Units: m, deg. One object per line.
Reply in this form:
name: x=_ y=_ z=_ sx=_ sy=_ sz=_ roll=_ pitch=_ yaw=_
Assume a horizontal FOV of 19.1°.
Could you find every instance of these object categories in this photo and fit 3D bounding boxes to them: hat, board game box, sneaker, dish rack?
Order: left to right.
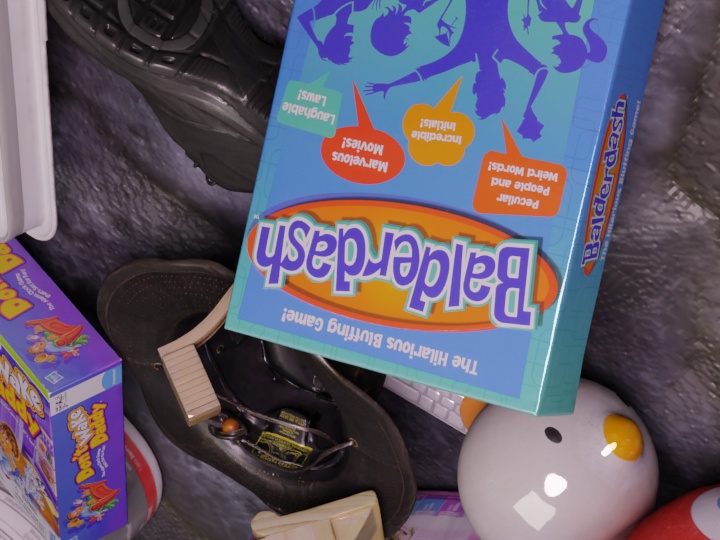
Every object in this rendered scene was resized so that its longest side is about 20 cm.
dish rack: x=-0.220 y=-0.114 z=1.080 sx=0.172 sy=0.044 sz=0.200 roll=38 pitch=144 yaw=31
board game box: x=-0.201 y=0.043 z=1.186 sx=0.200 sy=0.045 sz=0.134 roll=44 pitch=147 yaw=34
sneaker: x=-0.071 y=-0.083 z=1.017 sx=0.200 sy=0.076 sz=0.091 roll=35 pitch=146 yaw=8
hat: x=-0.035 y=0.045 z=1.085 sx=0.201 sy=0.081 sz=0.201 roll=28 pitch=149 yaw=18
board game box: x=0.036 y=-0.054 z=0.896 sx=0.152 sy=0.045 sz=0.200 roll=14 pitch=95 yaw=26

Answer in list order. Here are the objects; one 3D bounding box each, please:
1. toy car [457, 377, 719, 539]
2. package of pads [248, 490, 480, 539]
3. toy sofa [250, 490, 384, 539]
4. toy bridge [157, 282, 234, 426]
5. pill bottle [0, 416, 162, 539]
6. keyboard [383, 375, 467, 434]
toy car: x=0.116 y=0.110 z=0.995 sx=0.177 sy=0.184 sz=0.200 roll=-38 pitch=80 yaw=49
package of pads: x=0.044 y=0.180 z=1.164 sx=0.200 sy=0.076 sz=0.121 roll=-4 pitch=123 yaw=39
toy sofa: x=-0.009 y=0.214 z=1.022 sx=0.083 sy=0.098 sz=0.200 roll=80 pitch=171 yaw=-52
toy bridge: x=0.000 y=0.000 z=0.975 sx=0.027 sy=0.200 sz=0.067 roll=99 pitch=146 yaw=-79
pill bottle: x=-0.213 y=0.166 z=1.246 sx=0.114 sy=0.200 sz=0.114 roll=21 pitch=136 yaw=21
keyboard: x=0.045 y=0.060 z=1.104 sx=0.200 sy=0.011 sz=0.056 roll=30 pitch=139 yaw=11
